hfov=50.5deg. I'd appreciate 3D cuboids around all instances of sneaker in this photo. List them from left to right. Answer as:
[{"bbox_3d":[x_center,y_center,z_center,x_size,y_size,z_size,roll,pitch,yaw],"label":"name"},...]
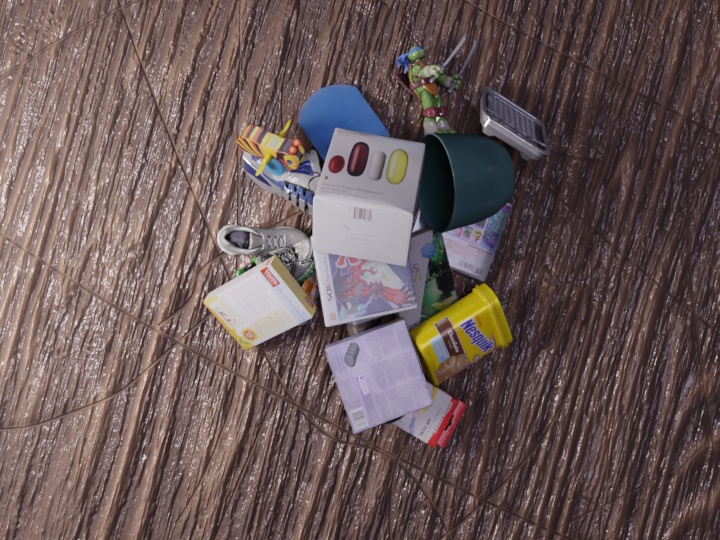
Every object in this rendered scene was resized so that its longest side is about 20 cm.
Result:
[{"bbox_3d":[-0.202,-0.057,1.594,0.195,0.092,0.078,1,92,-9],"label":"sneaker"},{"bbox_3d":[-0.169,-0.006,1.564,0.198,0.085,0.079,-31,58,19],"label":"sneaker"},{"bbox_3d":[-0.145,-0.213,1.610,0.197,0.081,0.116,32,74,-1],"label":"sneaker"},{"bbox_3d":[-0.116,0.011,1.619,0.078,0.076,0.203,33,81,-52],"label":"sneaker"}]

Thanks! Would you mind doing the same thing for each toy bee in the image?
[{"bbox_3d":[-0.151,-0.243,1.518,0.195,0.109,0.134,8,70,-7],"label":"toy bee"}]

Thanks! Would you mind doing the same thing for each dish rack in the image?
[{"bbox_3d":[0.320,-0.309,1.626,0.170,0.201,0.044,29,122,-9],"label":"dish rack"}]

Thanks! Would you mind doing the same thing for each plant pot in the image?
[{"bbox_3d":[0.222,-0.191,1.583,0.158,0.200,0.205,-9,94,-17],"label":"plant pot"}]

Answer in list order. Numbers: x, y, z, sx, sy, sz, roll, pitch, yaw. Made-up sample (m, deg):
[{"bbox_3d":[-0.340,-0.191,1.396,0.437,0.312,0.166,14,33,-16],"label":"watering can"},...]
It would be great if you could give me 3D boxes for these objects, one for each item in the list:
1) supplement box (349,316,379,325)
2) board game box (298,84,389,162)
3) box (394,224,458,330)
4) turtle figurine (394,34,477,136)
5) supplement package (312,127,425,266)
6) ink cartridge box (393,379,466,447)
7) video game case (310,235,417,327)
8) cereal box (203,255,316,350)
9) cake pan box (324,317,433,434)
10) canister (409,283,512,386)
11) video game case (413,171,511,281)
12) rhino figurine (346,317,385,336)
[{"bbox_3d":[0.000,0.000,1.582,0.107,0.061,0.204,-16,96,-11],"label":"supplement box"},{"bbox_3d":[-0.039,-0.297,1.628,0.157,0.039,0.202,-32,78,-16],"label":"board game box"},{"bbox_3d":[0.127,0.019,1.648,0.142,0.036,0.204,-21,110,-12],"label":"box"},{"bbox_3d":[0.180,-0.387,1.611,0.196,0.144,0.198,-11,98,-4],"label":"turtle figurine"},{"bbox_3d":[0.018,-0.143,1.478,0.187,0.149,0.203,10,49,3],"label":"supplement package"},{"bbox_3d":[0.135,0.302,1.673,0.198,0.067,0.118,30,89,-9],"label":"ink cartridge box"},{"bbox_3d":[0.009,0.004,1.542,0.196,0.023,0.186,-11,95,-14],"label":"video game case"},{"bbox_3d":[-0.205,0.070,1.559,0.198,0.040,0.145,-26,113,29],"label":"cereal box"},{"bbox_3d":[0.040,0.223,1.600,0.181,0.052,0.204,-21,92,-1],"label":"cake pan box"},{"bbox_3d":[0.215,0.142,1.652,0.198,0.087,0.150,-30,121,-6],"label":"canister"},{"bbox_3d":[0.217,-0.096,1.690,0.196,0.024,0.185,21,89,-8],"label":"video game case"},{"bbox_3d":[-0.008,0.068,1.645,0.086,0.060,0.203,-23,94,-5],"label":"rhino figurine"}]
